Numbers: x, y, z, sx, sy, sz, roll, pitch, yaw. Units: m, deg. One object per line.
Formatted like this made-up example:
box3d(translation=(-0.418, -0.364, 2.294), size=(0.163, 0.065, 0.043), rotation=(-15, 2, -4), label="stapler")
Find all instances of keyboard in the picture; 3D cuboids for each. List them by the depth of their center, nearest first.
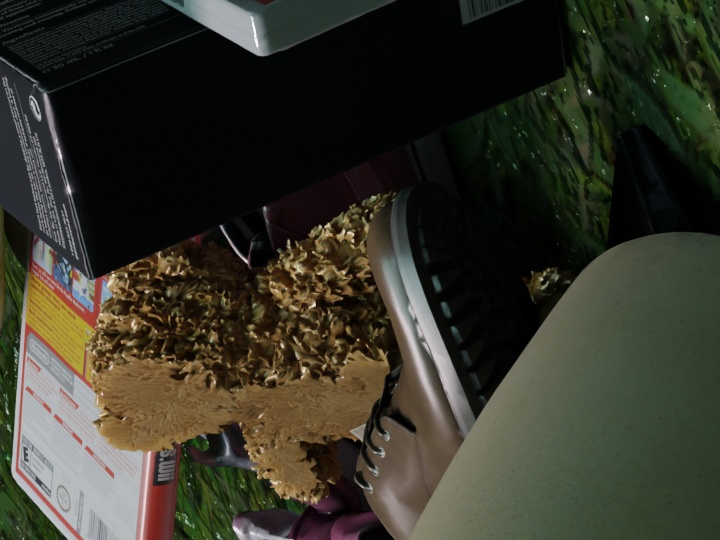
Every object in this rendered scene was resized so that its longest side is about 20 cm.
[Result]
box3d(translation=(0.115, 0.050, 0.930), size=(0.105, 0.039, 0.201), rotation=(-103, 8, -45), label="keyboard")

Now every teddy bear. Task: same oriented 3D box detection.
box3d(translation=(-0.005, 0.030, 0.987), size=(0.145, 0.198, 0.067), rotation=(71, -165, -46), label="teddy bear")

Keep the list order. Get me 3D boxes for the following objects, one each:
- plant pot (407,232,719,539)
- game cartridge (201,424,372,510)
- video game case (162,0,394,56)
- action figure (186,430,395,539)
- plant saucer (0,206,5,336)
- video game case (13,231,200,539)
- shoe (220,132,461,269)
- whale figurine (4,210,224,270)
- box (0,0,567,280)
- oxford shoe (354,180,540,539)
box3d(translation=(0.077, 0.120, 0.779), size=(0.187, 0.200, 0.188), rotation=(29, 141, 27), label="plant pot")
box3d(translation=(-0.064, 0.070, 1.244), size=(0.129, 0.039, 0.200), rotation=(31, 175, -29), label="game cartridge")
box3d(translation=(-0.023, -0.135, 0.896), size=(0.200, 0.142, 0.018), rotation=(34, 143, 52), label="video game case")
box3d(translation=(0.007, 0.127, 1.108), size=(0.200, 0.148, 0.135), rotation=(-158, 63, -64), label="action figure")
box3d(translation=(-0.193, -0.043, 1.224), size=(0.200, 0.031, 0.202), rotation=(176, 90, -78), label="plant saucer")
box3d(translation=(-0.115, 0.030, 1.131), size=(0.143, 0.017, 0.201), rotation=(36, 125, 53), label="video game case")
box3d(translation=(0.000, 0.000, 1.042), size=(0.071, 0.091, 0.201), rotation=(0, 112, 66), label="shoe")
box3d(translation=(-0.087, -0.053, 1.209), size=(0.199, 0.103, 0.160), rotation=(-7, 92, 43), label="whale figurine")
box3d(translation=(-0.047, -0.087, 0.921), size=(0.141, 0.199, 0.079), rotation=(37, 144, 51), label="box")
box3d(translation=(0.029, 0.058, 0.917), size=(0.084, 0.073, 0.201), rotation=(-3, 123, 24), label="oxford shoe")
